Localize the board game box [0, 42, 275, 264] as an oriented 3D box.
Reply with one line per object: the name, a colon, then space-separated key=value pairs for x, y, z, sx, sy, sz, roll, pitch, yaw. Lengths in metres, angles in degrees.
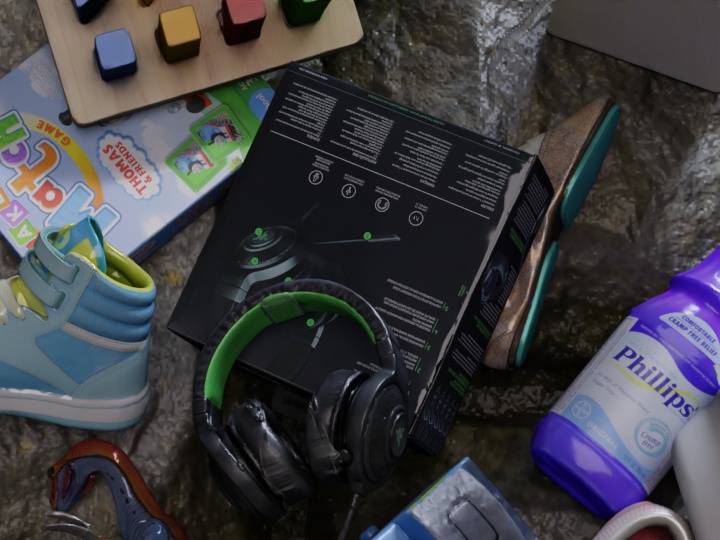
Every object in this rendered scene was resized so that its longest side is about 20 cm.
board game box: x=-0.163 y=-0.088 z=1.290 sx=0.200 sy=0.037 sz=0.151 roll=-40 pitch=80 yaw=-11

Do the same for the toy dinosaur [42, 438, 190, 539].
toy dinosaur: x=-0.124 y=0.191 z=1.213 sx=0.199 sy=0.105 sz=0.182 roll=5 pitch=60 yaw=-36

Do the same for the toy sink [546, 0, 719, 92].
toy sink: x=0.208 y=-0.218 z=1.256 sx=0.130 sy=0.200 sz=0.113 roll=19 pitch=75 yaw=4

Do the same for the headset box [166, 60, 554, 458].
headset box: x=0.000 y=0.000 z=1.212 sx=0.173 sy=0.093 sz=0.201 roll=21 pitch=82 yaw=18

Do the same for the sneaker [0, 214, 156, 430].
sneaker: x=-0.219 y=0.020 z=1.197 sx=0.199 sy=0.080 sz=0.131 roll=8 pitch=115 yaw=-17

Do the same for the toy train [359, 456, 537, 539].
toy train: x=0.012 y=0.198 z=1.151 sx=0.087 sy=0.114 sz=0.200 roll=48 pitch=48 yaw=7

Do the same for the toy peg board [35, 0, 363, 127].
toy peg board: x=-0.116 y=-0.219 z=1.239 sx=0.198 sy=0.098 sz=0.201 roll=-17 pitch=88 yaw=-8

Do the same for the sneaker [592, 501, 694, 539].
sneaker: x=0.132 y=0.220 z=1.137 sx=0.075 sy=0.105 sz=0.201 roll=32 pitch=80 yaw=6

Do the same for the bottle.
bottle: x=0.195 y=0.062 z=1.246 sx=0.083 sy=0.065 sz=0.200 roll=40 pitch=77 yaw=6

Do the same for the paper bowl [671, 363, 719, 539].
paper bowl: x=0.251 y=0.148 z=1.155 sx=0.104 sy=0.201 sz=0.202 roll=-20 pitch=75 yaw=9

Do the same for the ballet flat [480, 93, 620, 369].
ballet flat: x=0.107 y=-0.035 z=1.272 sx=0.067 sy=0.068 sz=0.201 roll=20 pitch=73 yaw=13

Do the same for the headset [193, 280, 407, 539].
headset: x=-0.033 y=0.095 z=1.092 sx=0.123 sy=0.094 sz=0.201 roll=-18 pitch=63 yaw=11
